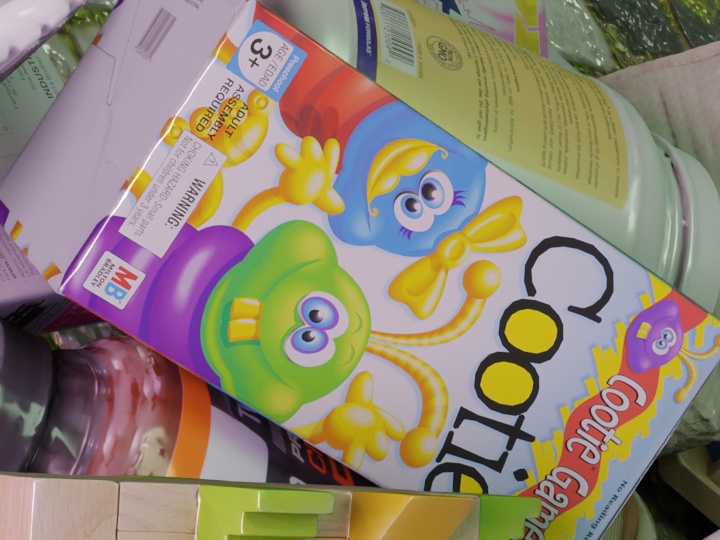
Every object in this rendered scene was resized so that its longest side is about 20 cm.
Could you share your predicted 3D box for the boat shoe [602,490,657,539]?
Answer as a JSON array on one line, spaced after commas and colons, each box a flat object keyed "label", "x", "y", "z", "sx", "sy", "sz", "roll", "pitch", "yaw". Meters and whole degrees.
[{"label": "boat shoe", "x": 0.064, "y": 0.101, "z": 0.893, "sx": 0.072, "sy": 0.076, "sz": 0.200, "roll": 51, "pitch": 8, "yaw": -16}]

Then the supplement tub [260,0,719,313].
[{"label": "supplement tub", "x": 0.023, "y": -0.021, "z": 0.918, "sx": 0.199, "sy": 0.145, "sz": 0.146, "roll": 21, "pitch": 43, "yaw": -29}]

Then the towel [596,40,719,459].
[{"label": "towel", "x": 0.144, "y": -0.012, "z": 1.026, "sx": 0.035, "sy": 0.132, "sz": 0.201, "roll": 59, "pitch": 21, "yaw": -48}]

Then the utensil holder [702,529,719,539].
[{"label": "utensil holder", "x": 0.198, "y": 0.191, "z": 0.927, "sx": 0.169, "sy": 0.170, "sz": 0.201, "roll": -4, "pitch": 59, "yaw": -52}]

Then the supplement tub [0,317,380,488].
[{"label": "supplement tub", "x": -0.054, "y": 0.090, "z": 0.768, "sx": 0.199, "sy": 0.107, "sz": 0.107, "roll": 33, "pitch": 37, "yaw": -27}]

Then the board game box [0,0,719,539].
[{"label": "board game box", "x": 0.000, "y": 0.000, "z": 0.771, "sx": 0.199, "sy": 0.103, "sz": 0.105, "roll": 32, "pitch": 3, "yaw": -25}]

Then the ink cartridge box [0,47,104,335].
[{"label": "ink cartridge box", "x": -0.158, "y": -0.029, "z": 0.770, "sx": 0.200, "sy": 0.042, "sz": 0.120, "roll": -10, "pitch": 66, "yaw": -57}]

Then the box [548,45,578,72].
[{"label": "box", "x": 0.018, "y": -0.094, "z": 1.099, "sx": 0.200, "sy": 0.041, "sz": 0.156, "roll": 39, "pitch": 34, "yaw": -16}]

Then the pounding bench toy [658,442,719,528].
[{"label": "pounding bench toy", "x": 0.231, "y": 0.037, "z": 1.125, "sx": 0.124, "sy": 0.156, "sz": 0.200, "roll": 40, "pitch": 34, "yaw": -15}]

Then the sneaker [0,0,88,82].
[{"label": "sneaker", "x": -0.142, "y": -0.083, "z": 0.736, "sx": 0.082, "sy": 0.075, "sz": 0.200, "roll": 49, "pitch": 32, "yaw": -8}]

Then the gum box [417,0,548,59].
[{"label": "gum box", "x": 0.017, "y": -0.144, "z": 1.046, "sx": 0.113, "sy": 0.066, "sz": 0.201, "roll": 31, "pitch": 38, "yaw": -25}]

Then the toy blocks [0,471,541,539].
[{"label": "toy blocks", "x": -0.042, "y": 0.125, "z": 0.651, "sx": 0.199, "sy": 0.100, "sz": 0.138, "roll": 7, "pitch": 84, "yaw": -40}]
